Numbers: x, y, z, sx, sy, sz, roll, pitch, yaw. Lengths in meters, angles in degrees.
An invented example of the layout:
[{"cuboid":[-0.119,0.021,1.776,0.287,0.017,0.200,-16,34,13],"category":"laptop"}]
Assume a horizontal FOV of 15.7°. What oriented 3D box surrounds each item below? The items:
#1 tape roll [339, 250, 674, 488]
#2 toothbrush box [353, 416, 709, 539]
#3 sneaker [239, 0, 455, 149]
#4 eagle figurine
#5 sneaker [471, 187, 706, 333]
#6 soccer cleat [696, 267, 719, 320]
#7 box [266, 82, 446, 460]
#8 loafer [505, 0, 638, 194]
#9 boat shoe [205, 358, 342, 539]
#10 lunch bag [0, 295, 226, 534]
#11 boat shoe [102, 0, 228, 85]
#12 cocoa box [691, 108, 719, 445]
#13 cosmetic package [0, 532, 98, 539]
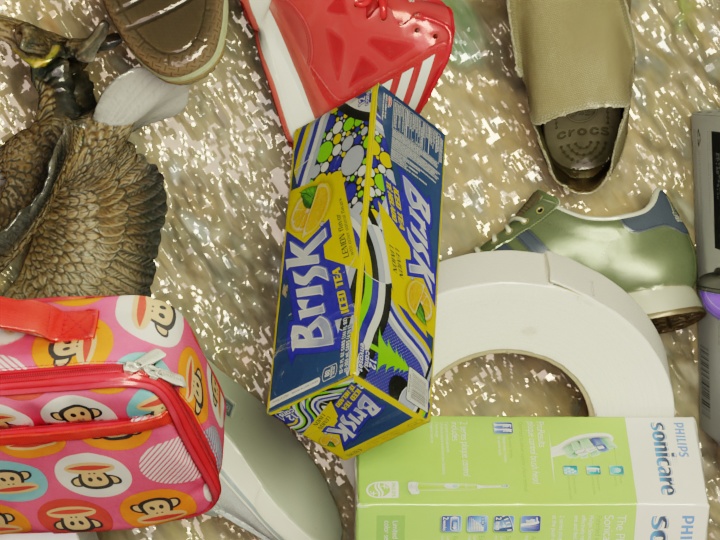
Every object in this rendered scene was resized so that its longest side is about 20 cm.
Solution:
[{"cuboid":[0.083,0.079,1.530,0.202,0.037,0.203,0,123,0],"category":"tape roll"},{"cuboid":[0.095,0.165,1.513,0.199,0.086,0.146,0,125,1],"category":"toothbrush box"},{"cuboid":[-0.011,-0.168,1.509,0.115,0.078,0.200,-14,127,5],"category":"sneaker"},{"cuboid":[-0.185,-0.042,1.519,0.151,0.151,0.201,6,83,-12],"category":"eagle figurine"},{"cuboid":[0.102,-0.002,1.562,0.199,0.067,0.090,-7,77,6],"category":"sneaker"},{"cuboid":[0.278,0.044,1.430,0.199,0.068,0.073,12,98,-6],"category":"soccer cleat"},{"cuboid":[0.000,0.000,1.462,0.070,0.201,0.064,-27,133,36],"category":"box"},{"cuboid":[0.126,-0.122,1.493,0.076,0.068,0.200,-12,137,6],"category":"loafer"},{"cuboid":[-0.097,0.106,1.562,0.201,0.070,0.071,45,119,-12],"category":"boat shoe"},{"cuboid":[-0.181,0.073,1.442,0.199,0.176,0.082,-5,53,11],"category":"lunch bag"},{"cuboid":[-0.116,-0.181,1.497,0.071,0.076,0.201,-16,61,-1],"category":"boat shoe"},{"cuboid":[0.270,0.002,1.525,0.131,0.133,0.201,-3,94,-2],"category":"cocoa box"},{"cuboid":[-0.163,0.229,1.558,0.050,0.083,0.201,-19,94,2],"category":"cosmetic package"}]
